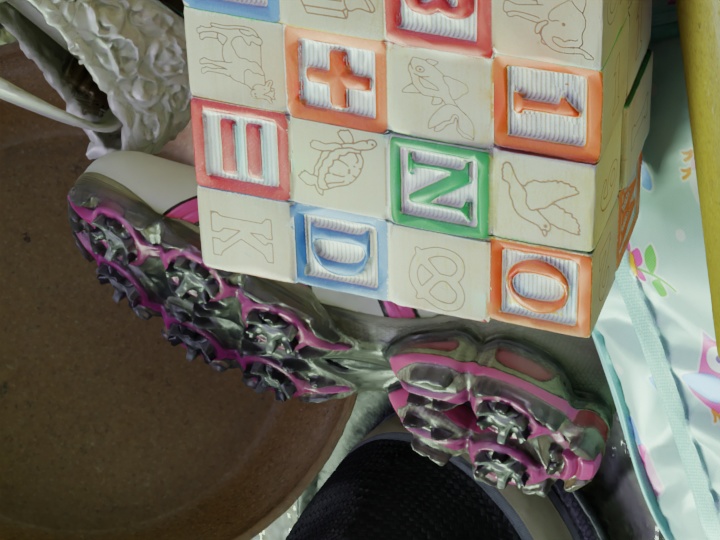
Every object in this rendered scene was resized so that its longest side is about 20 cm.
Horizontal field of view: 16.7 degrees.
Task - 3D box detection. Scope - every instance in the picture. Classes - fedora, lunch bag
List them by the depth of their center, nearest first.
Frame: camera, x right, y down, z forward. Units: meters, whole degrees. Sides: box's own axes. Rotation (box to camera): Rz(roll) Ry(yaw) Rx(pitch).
[{"bbox_3d":[0.132,0.008,0.721,0.160,0.077,0.201,-4,110,50],"label":"lunch bag"},{"bbox_3d":[0.015,0.139,0.933,0.200,0.091,0.202,28,134,34],"label":"fedora"}]

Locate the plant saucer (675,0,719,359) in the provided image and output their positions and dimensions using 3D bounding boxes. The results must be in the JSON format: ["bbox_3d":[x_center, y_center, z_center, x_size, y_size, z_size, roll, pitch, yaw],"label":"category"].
[{"bbox_3d":[0.160,-0.065,0.584,0.199,0.048,0.202,-3,101,30],"label":"plant saucer"}]

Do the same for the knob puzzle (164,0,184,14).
[{"bbox_3d":[-0.025,-0.100,0.795,0.219,0.031,0.220,28,168,7],"label":"knob puzzle"}]

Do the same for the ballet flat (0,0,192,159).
[{"bbox_3d":[-0.123,-0.099,0.801,0.200,0.072,0.071,39,155,-33],"label":"ballet flat"}]

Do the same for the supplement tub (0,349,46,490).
[{"bbox_3d":[-0.120,0.053,0.945,0.122,0.199,0.123,28,133,35],"label":"supplement tub"}]

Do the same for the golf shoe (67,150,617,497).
[{"bbox_3d":[0.000,0.000,0.822,0.199,0.092,0.073,22,152,8],"label":"golf shoe"}]

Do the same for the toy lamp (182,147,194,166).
[{"bbox_3d":[-0.114,-0.096,0.958,0.200,0.058,0.058,42,140,18],"label":"toy lamp"}]

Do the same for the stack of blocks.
[{"bbox_3d":[0.015,-0.087,0.636,0.114,0.059,0.201,10,129,16],"label":"stack of blocks"}]

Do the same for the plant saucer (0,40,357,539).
[{"bbox_3d":[-0.097,0.017,0.861,0.201,0.200,0.035,52,161,10],"label":"plant saucer"}]
